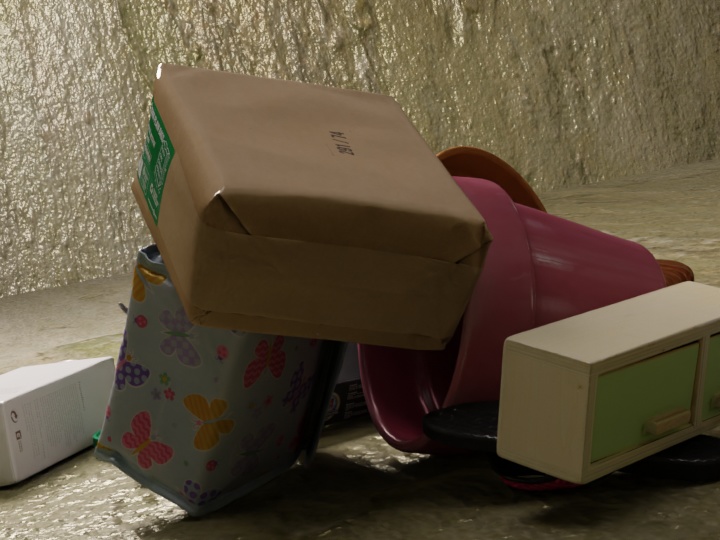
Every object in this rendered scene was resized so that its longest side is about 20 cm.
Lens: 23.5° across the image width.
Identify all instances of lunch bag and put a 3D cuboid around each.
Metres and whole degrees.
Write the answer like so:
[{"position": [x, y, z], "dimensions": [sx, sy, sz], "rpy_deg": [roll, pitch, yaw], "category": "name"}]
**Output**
[{"position": [-0.075, 0.058, 1.235], "dimensions": [0.127, 0.170, 0.200], "rpy_deg": [25, 22, 23], "category": "lunch bag"}]

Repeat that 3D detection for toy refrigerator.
[{"position": [0.173, 0.065, 1.061], "dimensions": [0.070, 0.076, 0.200], "rpy_deg": [15, 19, 40], "category": "toy refrigerator"}]

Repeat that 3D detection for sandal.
[{"position": [0.132, 0.119, 1.087], "dimensions": [0.200, 0.045, 0.075], "rpy_deg": [8, 17, 19], "category": "sandal"}]

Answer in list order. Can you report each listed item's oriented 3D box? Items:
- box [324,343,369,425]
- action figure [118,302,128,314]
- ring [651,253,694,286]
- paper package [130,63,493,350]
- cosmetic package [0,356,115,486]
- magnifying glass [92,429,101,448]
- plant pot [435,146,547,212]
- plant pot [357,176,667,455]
[{"position": [-0.040, 0.063, 1.454], "dimensions": [0.200, 0.044, 0.160], "rpy_deg": [-11, 36, -29], "category": "box"}, {"position": [-0.123, 0.077, 1.559], "dimensions": [0.200, 0.102, 0.119], "rpy_deg": [14, 23, 18], "category": "action figure"}, {"position": [0.190, 0.029, 1.496], "dimensions": [0.200, 0.019, 0.200], "rpy_deg": [-13, -21, -5], "category": "ring"}, {"position": [-0.041, -0.044, 1.148], "dimensions": [0.191, 0.104, 0.200], "rpy_deg": [7, 27, -23], "category": "paper package"}, {"position": [-0.293, 0.130, 1.486], "dimensions": [0.102, 0.074, 0.200], "rpy_deg": [-7, 5, 21], "category": "cosmetic package"}, {"position": [-0.177, 0.145, 1.412], "dimensions": [0.080, 0.022, 0.200], "rpy_deg": [-10, 4, -9], "category": "magnifying glass"}, {"position": [0.078, -0.001, 1.648], "dimensions": [0.140, 0.200, 0.200], "rpy_deg": [-26, -6, 41], "category": "plant pot"}, {"position": [0.114, 0.037, 1.244], "dimensions": [0.179, 0.200, 0.200], "rpy_deg": [5, 0, -22], "category": "plant pot"}]
